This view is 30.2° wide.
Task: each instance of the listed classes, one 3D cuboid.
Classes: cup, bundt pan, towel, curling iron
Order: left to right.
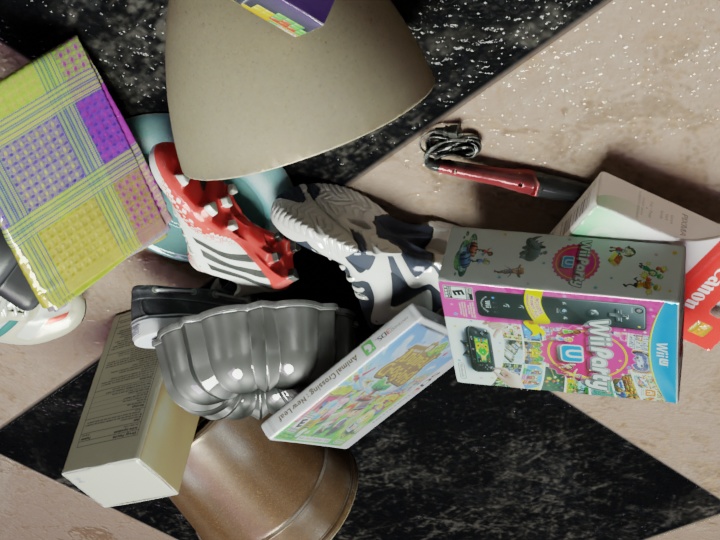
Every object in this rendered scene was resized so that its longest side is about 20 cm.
[{"bbox_3d":[-0.249,-0.078,1.120,0.023,0.144,0.200,14,134,50],"label":"towel"},{"bbox_3d":[-0.096,0.094,1.281,0.202,0.076,0.202,-8,162,-3],"label":"bundt pan"},{"bbox_3d":[-0.063,-0.171,0.968,0.200,0.200,0.143,-11,113,25],"label":"cup"},{"bbox_3d":[0.146,-0.080,1.143,0.200,0.026,0.050,17,145,-9],"label":"curling iron"}]

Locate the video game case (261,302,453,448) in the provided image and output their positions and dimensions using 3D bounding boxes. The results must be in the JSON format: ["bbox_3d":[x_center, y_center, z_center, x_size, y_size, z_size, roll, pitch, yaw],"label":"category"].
[{"bbox_3d":[0.016,0.107,1.276,0.182,0.022,0.200,-39,160,10],"label":"video game case"}]

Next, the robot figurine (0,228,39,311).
[{"bbox_3d":[-0.354,-0.046,1.164,0.200,0.125,0.150,37,132,-17],"label":"robot figurine"}]

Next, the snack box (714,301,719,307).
[{"bbox_3d":[0.307,-0.002,1.206,0.200,0.024,0.072,13,143,-2],"label":"snack box"}]

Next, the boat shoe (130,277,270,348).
[{"bbox_3d":[-0.132,0.040,1.331,0.200,0.068,0.072,0,160,-23],"label":"boat shoe"}]

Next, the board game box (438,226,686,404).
[{"bbox_3d":[0.177,0.040,1.152,0.200,0.064,0.148,4,141,16],"label":"board game box"}]

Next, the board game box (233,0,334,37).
[{"bbox_3d":[-0.080,-0.270,0.841,0.200,0.165,0.057,27,169,-21],"label":"board game box"}]

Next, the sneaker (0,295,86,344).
[{"bbox_3d":[-0.377,0.036,1.338,0.199,0.070,0.093,6,175,-13],"label":"sneaker"}]

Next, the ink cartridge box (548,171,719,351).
[{"bbox_3d":[0.258,0.010,1.169,0.200,0.050,0.161,25,142,-6],"label":"ink cartridge box"}]

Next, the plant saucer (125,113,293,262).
[{"bbox_3d":[-0.160,-0.066,1.237,0.200,0.027,0.200,6,143,5],"label":"plant saucer"}]

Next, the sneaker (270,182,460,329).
[{"bbox_3d":[0.000,0.000,1.237,0.199,0.080,0.130,11,135,-17],"label":"sneaker"}]

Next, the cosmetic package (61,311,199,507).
[{"bbox_3d":[-0.220,0.134,1.363,0.105,0.200,0.071,-13,136,30],"label":"cosmetic package"}]

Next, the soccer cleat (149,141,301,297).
[{"bbox_3d":[-0.134,-0.039,1.191,0.085,0.069,0.200,-19,138,27],"label":"soccer cleat"}]

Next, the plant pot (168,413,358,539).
[{"bbox_3d":[-0.138,0.203,1.457,0.200,0.200,0.198,-17,126,31],"label":"plant pot"}]
